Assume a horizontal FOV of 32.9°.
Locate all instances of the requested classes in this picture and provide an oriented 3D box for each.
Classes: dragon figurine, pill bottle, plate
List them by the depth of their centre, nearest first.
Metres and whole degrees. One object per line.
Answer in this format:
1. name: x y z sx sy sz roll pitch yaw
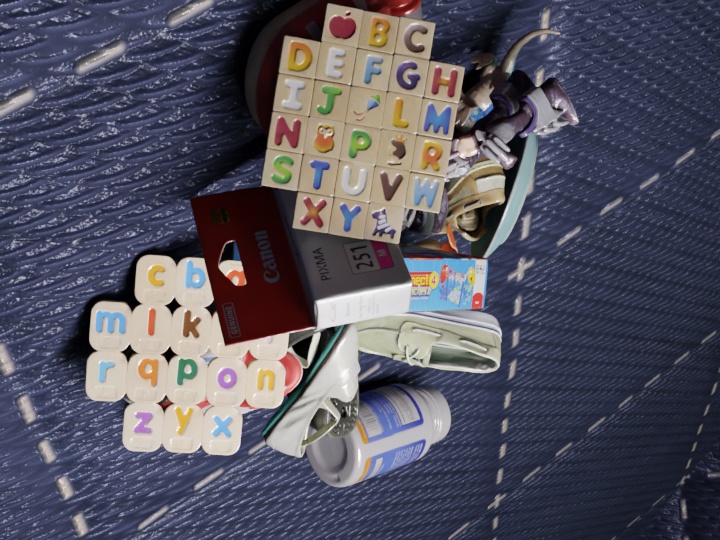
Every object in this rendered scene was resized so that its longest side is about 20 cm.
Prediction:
1. dragon figurine: 0.152 -0.197 1.382 0.200 0.059 0.099 -49 151 13
2. plate: 0.173 -0.098 1.433 0.200 0.025 0.202 -162 -90 -86
3. pill bottle: 0.029 0.218 1.666 0.199 0.112 0.113 -11 135 -44

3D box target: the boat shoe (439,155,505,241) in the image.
1. boat shoe: 0.118 -0.068 1.414 0.071 0.077 0.200 -15 167 -14

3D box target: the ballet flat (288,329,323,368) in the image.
1. ballet flat: -0.093 0.099 1.368 0.068 0.068 0.200 -54 180 -43

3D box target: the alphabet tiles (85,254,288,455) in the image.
1. alphabet tiles: -0.173 0.085 1.223 0.198 0.015 0.197 4 93 -12

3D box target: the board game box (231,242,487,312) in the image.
1. board game box: 0.000 0.000 1.290 0.195 0.199 0.056 0 99 -53

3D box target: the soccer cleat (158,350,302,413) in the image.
1. soccer cleat: -0.154 0.134 1.341 0.199 0.069 0.085 -23 176 8

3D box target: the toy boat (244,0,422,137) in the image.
1. toy boat: -0.007 -0.185 1.136 0.200 0.131 0.131 -36 147 -16

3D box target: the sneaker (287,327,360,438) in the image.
1. sneaker: -0.050 0.093 1.476 0.076 0.114 0.201 -4 102 -42

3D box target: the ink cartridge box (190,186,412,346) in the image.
1. ink cartridge box: -0.061 -0.031 1.140 0.172 0.201 0.044 -10 138 -11

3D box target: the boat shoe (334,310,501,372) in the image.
1. boat shoe: 0.070 0.078 1.405 0.198 0.062 0.072 3 136 -8

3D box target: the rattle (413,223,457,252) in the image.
1. rattle: 0.109 0.004 1.485 0.142 0.131 0.201 -6 141 -36

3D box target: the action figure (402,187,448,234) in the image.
1. action figure: 0.016 -0.067 1.312 0.200 0.129 0.070 -18 124 -56

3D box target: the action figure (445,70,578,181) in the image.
1. action figure: 0.126 -0.133 1.252 0.200 0.130 0.070 -35 111 -24

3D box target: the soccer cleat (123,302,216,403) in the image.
1. soccer cleat: -0.181 0.072 1.302 0.199 0.070 0.086 -34 174 -29

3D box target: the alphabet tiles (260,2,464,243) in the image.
1. alphabet tiles: 0.002 -0.130 1.088 0.165 0.006 0.202 9 96 -8

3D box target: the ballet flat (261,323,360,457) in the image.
1. ballet flat: -0.041 0.140 1.392 0.069 0.070 0.200 -4 138 -48
